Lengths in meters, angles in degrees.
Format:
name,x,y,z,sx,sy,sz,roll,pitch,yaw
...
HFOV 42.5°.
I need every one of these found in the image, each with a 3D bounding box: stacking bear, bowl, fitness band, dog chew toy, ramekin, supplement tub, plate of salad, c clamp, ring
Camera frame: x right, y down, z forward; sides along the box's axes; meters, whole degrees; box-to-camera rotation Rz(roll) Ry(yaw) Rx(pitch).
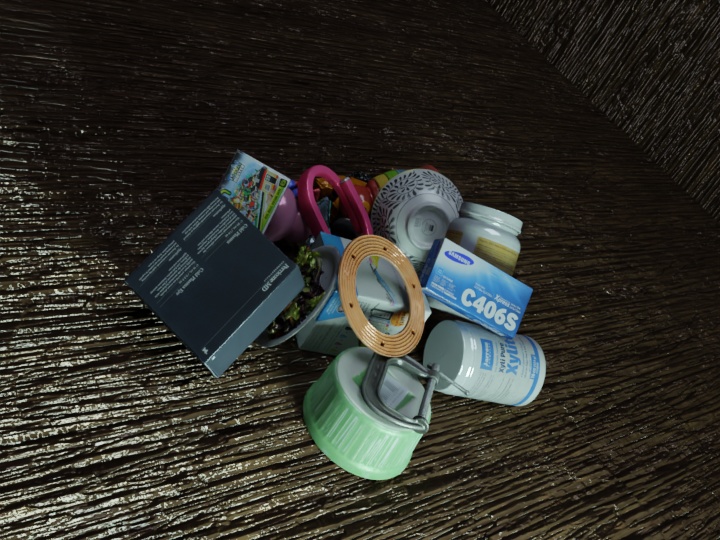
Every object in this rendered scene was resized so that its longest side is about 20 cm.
name,x,y,z,sx,sy,sz,roll,pitch,yaw
stacking bear,0.051,-0.144,1.873,0.196,0.124,0.114,-10,28,-16
bowl,0.123,-0.091,1.794,0.198,0.204,0.094,24,4,-14
fitness band,-0.045,-0.103,1.729,0.143,0.037,0.203,-32,96,-53
dog chew toy,-0.171,-0.110,1.703,0.197,0.126,0.126,20,33,-22
ramekin,0.016,0.216,1.455,0.197,0.098,0.202,24,32,-16
supplement tub,0.227,0.170,1.687,0.197,0.133,0.133,13,36,-31
plate of salad,-0.110,0.034,1.494,0.048,0.199,0.202,42,25,-26
c clamp,0.084,0.186,1.436,0.169,0.027,0.200,35,30,2
supplement tub,0.214,-0.010,1.719,0.142,0.204,0.145,19,-2,1
ring,0.033,0.041,1.493,0.198,0.019,0.205,22,59,-41

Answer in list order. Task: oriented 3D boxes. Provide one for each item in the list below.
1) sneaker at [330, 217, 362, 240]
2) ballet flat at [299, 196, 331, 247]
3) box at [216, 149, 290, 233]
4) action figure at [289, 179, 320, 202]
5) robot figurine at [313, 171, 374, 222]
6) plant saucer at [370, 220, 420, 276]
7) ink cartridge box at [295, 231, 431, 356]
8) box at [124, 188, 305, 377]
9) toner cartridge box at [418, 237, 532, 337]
name,x,y,z,sx,sy,sz,roll,pitch,yaw
sneaker,-0.007,-0.017,1.782,0.200,0.076,0.115,45,36,16
ballet flat,-0.089,-0.085,1.809,0.073,0.075,0.202,22,30,-18
box,-0.212,-0.092,1.598,0.108,0.203,0.035,27,-11,-9
action figure,-0.174,-0.148,1.829,0.197,0.052,0.066,-5,42,-40
robot figurine,-0.007,-0.153,1.982,0.197,0.059,0.146,-4,48,-45
plant saucer,0.105,-0.052,1.927,0.196,0.051,0.203,11,52,-14
ink cartridge box,-0.006,0.054,1.610,0.197,0.148,0.146,13,38,-30
box,-0.216,0.020,1.400,0.182,0.200,0.104,42,-11,15
toner cartridge box,0.199,0.032,1.613,0.197,0.097,0.043,28,-12,-19
